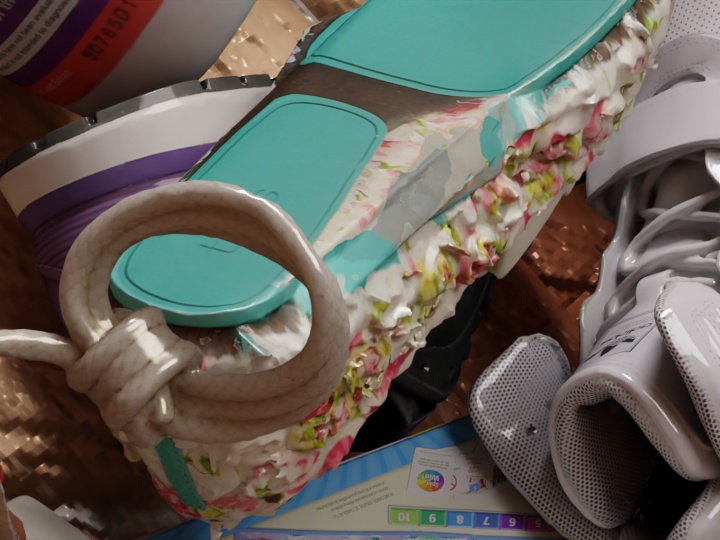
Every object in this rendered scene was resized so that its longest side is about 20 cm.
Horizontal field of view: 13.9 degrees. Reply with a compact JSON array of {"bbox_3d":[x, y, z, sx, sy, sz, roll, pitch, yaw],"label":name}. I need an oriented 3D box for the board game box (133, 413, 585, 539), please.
[{"bbox_3d":[0.035,0.101,0.667,0.200,0.034,0.135,-15,67,-52],"label":"board game box"}]

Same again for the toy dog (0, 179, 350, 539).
[{"bbox_3d":[-0.111,0.021,0.528,0.200,0.132,0.096,29,22,5],"label":"toy dog"}]

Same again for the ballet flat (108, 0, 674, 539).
[{"bbox_3d":[0.006,-0.015,0.642,0.075,0.064,0.200,18,41,30],"label":"ballet flat"}]

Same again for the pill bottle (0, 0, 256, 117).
[{"bbox_3d":[-0.111,-0.122,0.663,0.200,0.112,0.113,27,39,-19],"label":"pill bottle"}]

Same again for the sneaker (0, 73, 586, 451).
[{"bbox_3d":[0.000,0.000,0.718,0.200,0.076,0.088,-13,81,-48],"label":"sneaker"}]

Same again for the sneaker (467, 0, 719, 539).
[{"bbox_3d":[0.080,-0.007,0.703,0.115,0.075,0.200,-3,74,-47],"label":"sneaker"}]
